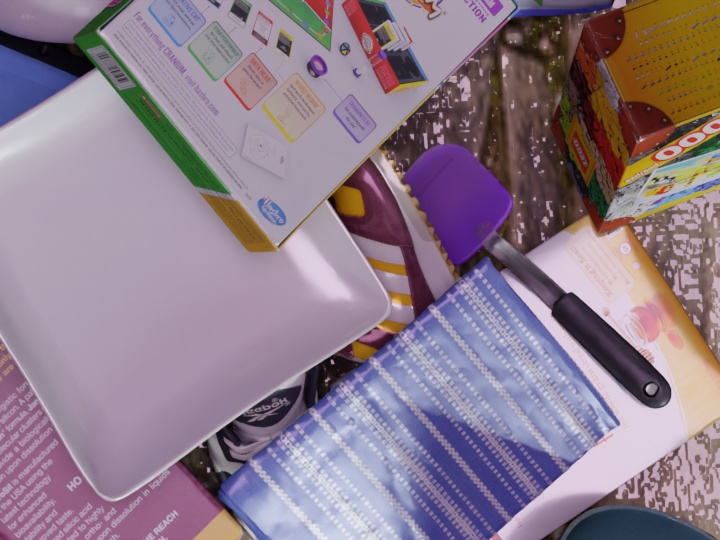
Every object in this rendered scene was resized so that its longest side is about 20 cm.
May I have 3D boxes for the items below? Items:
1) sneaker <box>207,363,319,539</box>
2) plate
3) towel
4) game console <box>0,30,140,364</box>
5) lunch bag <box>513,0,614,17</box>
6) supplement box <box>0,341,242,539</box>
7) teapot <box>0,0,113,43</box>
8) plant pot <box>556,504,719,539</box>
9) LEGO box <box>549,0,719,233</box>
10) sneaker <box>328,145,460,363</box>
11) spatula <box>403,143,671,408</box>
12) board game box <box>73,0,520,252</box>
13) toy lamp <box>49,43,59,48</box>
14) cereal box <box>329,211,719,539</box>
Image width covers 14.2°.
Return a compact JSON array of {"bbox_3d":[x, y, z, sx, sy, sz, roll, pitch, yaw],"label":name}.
[{"bbox_3d":[-0.050,0.092,1.628,0.079,0.130,0.200,-22,89,-2],"label":"sneaker"},{"bbox_3d":[-0.113,-0.009,1.549,0.200,0.032,0.200,-34,94,-21],"label":"plate"},{"bbox_3d":[0.033,0.102,1.613,0.200,0.024,0.145,-41,121,2],"label":"towel"},{"bbox_3d":[-0.195,-0.054,1.582,0.199,0.031,0.178,23,51,-14],"label":"game console"},{"bbox_3d":[0.082,-0.235,1.617,0.199,0.170,0.124,25,58,-4],"label":"lunch bag"},{"bbox_3d":[-0.168,0.109,1.623,0.103,0.131,0.200,-44,91,-5],"label":"supplement box"},{"bbox_3d":[-0.153,-0.228,1.594,0.200,0.197,0.147,-38,134,-32],"label":"teapot"},{"bbox_3d":[0.153,0.251,1.618,0.200,0.200,0.135,39,123,-1],"label":"plant pot"},{"bbox_3d":[0.218,-0.111,1.621,0.199,0.149,0.078,-21,74,-10],"label":"LEGO box"},{"bbox_3d":[0.000,0.000,1.617,0.090,0.075,0.201,-31,97,-4],"label":"sneaker"},{"bbox_3d":[0.102,0.007,1.654,0.200,0.021,0.057,42,98,2],"label":"spatula"},{"bbox_3d":[-0.031,-0.132,1.544,0.200,0.040,0.153,-44,106,-19],"label":"board game box"},{"bbox_3d":[-0.241,-0.055,1.662,0.058,0.058,0.200,37,86,-1],"label":"toy lamp"},{"bbox_3d":[0.101,0.073,1.680,0.199,0.040,0.144,-34,88,-3],"label":"cereal box"}]
